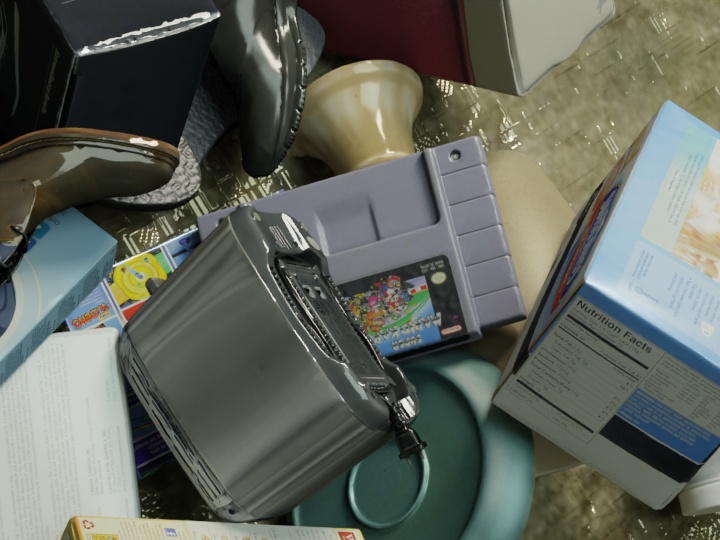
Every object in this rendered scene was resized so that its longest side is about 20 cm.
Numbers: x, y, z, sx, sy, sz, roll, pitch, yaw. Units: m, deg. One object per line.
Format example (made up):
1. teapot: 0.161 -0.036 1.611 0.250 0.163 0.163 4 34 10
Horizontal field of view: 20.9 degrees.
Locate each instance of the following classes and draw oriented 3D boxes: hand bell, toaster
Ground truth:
1. hand bell: 0.026 -0.037 1.349 0.103 0.104 0.201 1 52 -31
2. toaster: -0.056 0.068 1.216 0.201 0.129 0.114 55 15 14

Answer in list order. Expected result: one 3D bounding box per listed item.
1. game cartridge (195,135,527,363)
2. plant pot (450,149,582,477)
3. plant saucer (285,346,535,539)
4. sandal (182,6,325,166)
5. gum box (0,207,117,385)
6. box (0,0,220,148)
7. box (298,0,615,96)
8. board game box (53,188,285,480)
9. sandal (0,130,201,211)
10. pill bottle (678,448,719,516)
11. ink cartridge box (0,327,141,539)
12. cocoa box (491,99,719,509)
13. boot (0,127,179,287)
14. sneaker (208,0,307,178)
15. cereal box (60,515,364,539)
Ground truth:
1. game cartridge: 0.000 0.000 1.288 0.198 0.038 0.131 -16 76 7
2. plant pot: 0.107 0.023 1.389 0.186 0.187 0.201 3 60 -31
3. plant saucer: 0.023 0.140 1.273 0.027 0.199 0.202 28 59 -46
4. sandal: -0.107 -0.122 1.381 0.076 0.043 0.200 47 66 -2
5. gum box: -0.276 0.006 1.184 0.169 0.045 0.200 36 60 8
6. box: -0.191 -0.173 1.238 0.104 0.148 0.201 -20 66 -30
7. box: 0.063 -0.217 1.402 0.128 0.199 0.110 -42 133 -35
8. board game box: -0.105 0.042 1.323 0.199 0.034 0.136 -25 88 -34
9. sandal: -0.205 -0.072 1.293 0.198 0.045 0.076 3 63 -11
10. pill bottle: 0.263 0.081 1.492 0.112 0.112 0.202 -2 76 -32
11. ink cartridge box: -0.239 0.127 1.207 0.198 0.050 0.164 -6 81 -11
12. cocoa box: 0.192 0.018 1.234 0.133 0.131 0.200 32 45 -1
13. boot: -0.203 -0.026 1.159 0.198 0.075 0.098 -5 72 -5
14. sneaker: -0.081 -0.163 1.336 0.090 0.076 0.202 0 83 -11
15. cereal box: -0.105 0.217 1.205 0.199 0.145 0.040 7 35 -29
